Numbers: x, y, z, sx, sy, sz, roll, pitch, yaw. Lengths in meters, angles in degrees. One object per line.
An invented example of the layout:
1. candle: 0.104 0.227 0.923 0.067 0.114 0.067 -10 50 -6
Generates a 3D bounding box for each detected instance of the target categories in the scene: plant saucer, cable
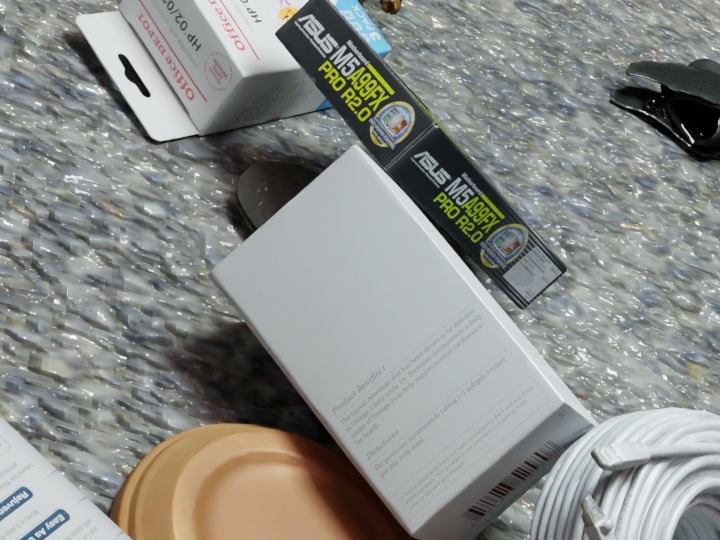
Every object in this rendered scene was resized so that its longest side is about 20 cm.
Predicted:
1. plant saucer: -0.038 0.159 0.969 0.199 0.038 0.201 21 38 -18
2. cable: 0.177 0.179 1.020 0.199 0.069 0.201 -12 94 -46

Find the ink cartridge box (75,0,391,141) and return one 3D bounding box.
1. ink cartridge box: -0.087 -0.166 1.256 0.200 0.068 0.115 -19 69 -48

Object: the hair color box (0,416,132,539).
1. hair color box: -0.194 0.126 0.862 0.200 0.061 0.100 41 37 9

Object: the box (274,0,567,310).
1. box: 0.042 -0.077 1.186 0.200 0.044 0.160 43 9 -48

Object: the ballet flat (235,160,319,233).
1. ballet flat: 0.000 0.000 1.176 0.200 0.046 0.067 35 67 9

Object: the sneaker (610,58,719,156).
1. sneaker: 0.320 -0.123 1.550 0.200 0.060 0.104 36 35 10

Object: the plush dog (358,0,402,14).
1. plush dog: -0.020 -0.295 1.349 0.172 0.200 0.161 39 44 -28

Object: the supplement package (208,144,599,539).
1. supplement package: 0.027 0.047 1.045 0.200 0.117 0.117 52 6 21
